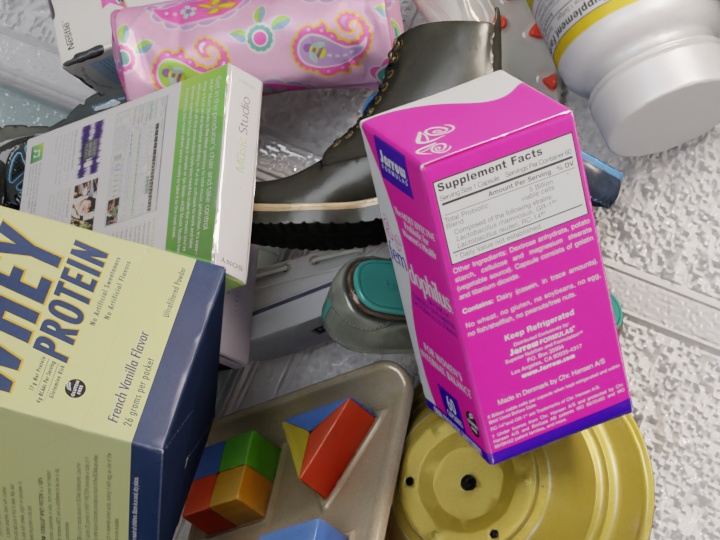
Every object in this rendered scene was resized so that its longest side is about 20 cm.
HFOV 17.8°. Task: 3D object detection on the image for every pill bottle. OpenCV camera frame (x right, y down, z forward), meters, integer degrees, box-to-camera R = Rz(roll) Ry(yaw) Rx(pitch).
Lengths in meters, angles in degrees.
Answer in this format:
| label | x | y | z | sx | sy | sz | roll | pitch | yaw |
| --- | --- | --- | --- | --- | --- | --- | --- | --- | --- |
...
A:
| label | x | y | z | sx | sy | sz | roll | pitch | yaw |
| --- | --- | --- | --- | --- | --- | --- | --- | --- | --- |
| pill bottle | 0.167 | -0.182 | 1.491 | 0.114 | 0.114 | 0.200 | -27 | 69 | 13 |

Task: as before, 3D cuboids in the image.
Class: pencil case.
| label | x | y | z | sx | sy | sz | roll | pitch | yaw |
| --- | --- | --- | --- | --- | --- | --- | --- | --- | --- |
| pencil case | -0.070 | -0.150 | 1.550 | 0.200 | 0.087 | 0.088 | -10 | 72 | 5 |

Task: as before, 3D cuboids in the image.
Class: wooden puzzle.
| label | x | y | z | sx | sy | sz | roll | pitch | yaw |
| --- | --- | --- | --- | --- | --- | --- | --- | --- | --- |
| wooden puzzle | -0.057 | 0.161 | 1.461 | 0.185 | 0.046 | 0.200 | -21 | 47 | 38 |

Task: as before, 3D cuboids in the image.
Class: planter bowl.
| label | x | y | z | sx | sy | sz | roll | pitch | yaw |
| --- | --- | --- | --- | --- | --- | --- | --- | --- | --- |
| planter bowl | 0.079 | 0.140 | 1.456 | 0.200 | 0.083 | 0.201 | -6 | 73 | 20 |

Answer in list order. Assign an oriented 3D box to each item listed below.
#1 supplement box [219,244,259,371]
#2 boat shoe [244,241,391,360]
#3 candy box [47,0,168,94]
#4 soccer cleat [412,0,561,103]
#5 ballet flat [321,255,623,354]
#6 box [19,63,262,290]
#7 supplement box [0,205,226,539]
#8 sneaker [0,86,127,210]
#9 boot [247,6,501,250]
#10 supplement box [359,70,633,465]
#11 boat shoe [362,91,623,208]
| label | x | y | z | sx | sy | sz | roll | pitch | yaw |
| --- | --- | --- | --- | --- | --- | --- | --- | --- | --- |
| supplement box | -0.165 | 0.018 | 1.564 | 0.200 | 0.061 | 0.109 | -10 | 67 | 37 |
| boat shoe | 0.000 | 0.000 | 1.535 | 0.200 | 0.072 | 0.066 | -22 | 68 | 20 |
| candy box | -0.129 | -0.241 | 1.644 | 0.200 | 0.072 | 0.168 | -20 | 70 | 16 |
| soccer cleat | 0.074 | -0.179 | 1.558 | 0.069 | 0.078 | 0.200 | -30 | 86 | -9 |
| ballet flat | 0.070 | 0.028 | 1.477 | 0.200 | 0.064 | 0.067 | 6 | 56 | -20 |
| box | -0.149 | -0.040 | 1.501 | 0.200 | 0.036 | 0.144 | -16 | 61 | 40 |
| supplement box | -0.200 | 0.075 | 1.429 | 0.200 | 0.200 | 0.134 | 15 | 58 | 3 |
| sneaker | -0.227 | -0.061 | 1.628 | 0.200 | 0.073 | 0.082 | -22 | 58 | 15 |
| boot | 0.005 | -0.090 | 1.477 | 0.200 | 0.077 | 0.138 | -4 | 78 | 11 |
| supplement box | 0.082 | -0.003 | 1.366 | 0.103 | 0.200 | 0.101 | -19 | 24 | -15 |
| boat shoe | 0.083 | -0.062 | 1.520 | 0.200 | 0.084 | 0.069 | 16 | 81 | 41 |
